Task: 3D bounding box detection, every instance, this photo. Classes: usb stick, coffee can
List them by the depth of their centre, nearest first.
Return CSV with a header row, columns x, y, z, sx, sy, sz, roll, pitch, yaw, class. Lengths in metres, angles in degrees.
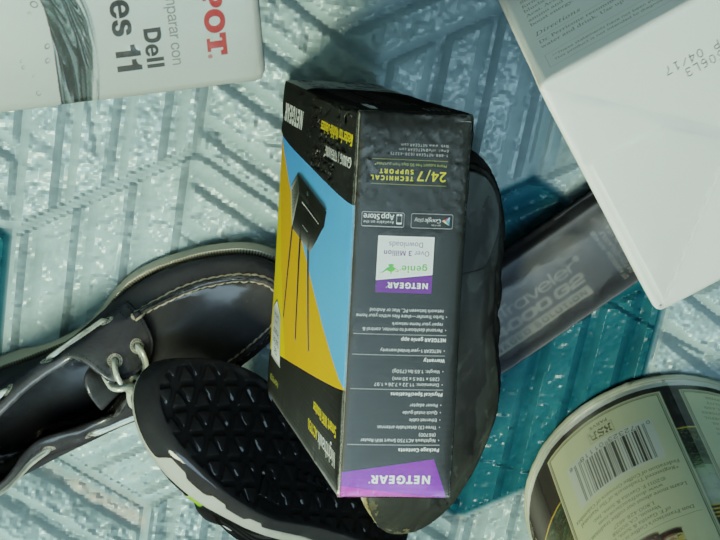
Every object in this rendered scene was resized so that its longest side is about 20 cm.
x,y,z,sx,sy,sz,roll,pitch,yaw,class
0.073,0.018,1.055,0.199,0.033,0.056,-35,112,12,usb stick
0.171,0.167,1.063,0.145,0.201,0.148,-4,122,-7,coffee can

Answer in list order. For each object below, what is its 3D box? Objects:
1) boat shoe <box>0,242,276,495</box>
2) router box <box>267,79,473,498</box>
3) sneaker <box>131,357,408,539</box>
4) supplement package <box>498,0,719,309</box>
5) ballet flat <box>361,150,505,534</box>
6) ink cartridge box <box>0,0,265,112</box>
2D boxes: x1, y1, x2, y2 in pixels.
x,y,z,sx,sy,sz,roll,pitch,yaw,class
-0.117,0.055,1.024,0.199,0.063,0.073,-26,120,5,boat shoe
0.000,0.000,0.906,0.051,0.200,0.151,2,97,-10,router box
-0.057,0.107,1.043,0.082,0.072,0.200,-17,144,32,sneaker
0.128,-0.104,0.889,0.120,0.201,0.120,-28,122,9,supplement package
0.033,0.033,1.026,0.066,0.057,0.202,1,112,-19,ballet flat
-0.143,-0.147,0.885,0.198,0.083,0.148,-8,122,-6,ink cartridge box
